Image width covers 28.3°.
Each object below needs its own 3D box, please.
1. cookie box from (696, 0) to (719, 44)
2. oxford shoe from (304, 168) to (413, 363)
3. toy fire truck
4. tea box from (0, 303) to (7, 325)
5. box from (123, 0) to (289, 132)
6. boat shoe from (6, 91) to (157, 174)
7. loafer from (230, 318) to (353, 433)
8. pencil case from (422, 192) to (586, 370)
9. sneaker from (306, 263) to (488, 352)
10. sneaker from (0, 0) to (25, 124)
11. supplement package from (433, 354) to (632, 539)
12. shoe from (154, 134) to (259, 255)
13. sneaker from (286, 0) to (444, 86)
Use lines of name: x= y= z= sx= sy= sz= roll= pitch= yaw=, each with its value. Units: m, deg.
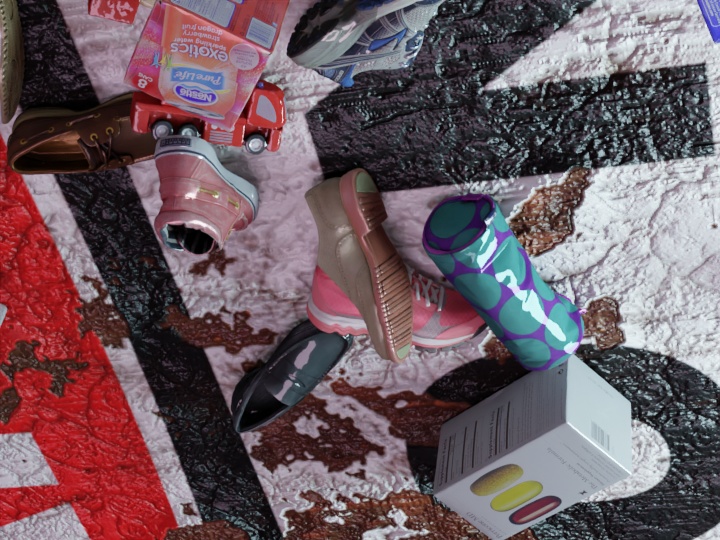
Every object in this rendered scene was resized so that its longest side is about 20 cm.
cookie box: x=0.354 y=-0.298 z=1.149 sx=0.199 sy=0.075 sz=0.171 roll=-17 pitch=127 yaw=23
oxford shoe: x=0.000 y=0.000 z=1.448 sx=0.074 sy=0.071 sz=0.201 roll=-14 pitch=93 yaw=27
toy fire truck: x=-0.160 y=-0.192 z=1.336 sx=0.199 sy=0.049 sz=0.142 roll=7 pitch=110 yaw=-15
tea box: x=-0.512 y=0.141 z=1.607 sx=0.133 sy=0.197 sz=0.200 roll=24 pitch=132 yaw=-12
box: x=-0.119 y=-0.226 z=1.208 sx=0.102 sy=0.200 sz=0.095 roll=24 pitch=131 yaw=-13
boat shoe: x=-0.253 y=-0.126 z=1.407 sx=0.199 sy=0.068 sz=0.072 roll=-6 pitch=128 yaw=9
loafer: x=-0.077 y=0.119 z=1.599 sx=0.068 sy=0.071 sz=0.200 roll=34 pitch=128 yaw=-21
pencil case: x=0.149 y=0.011 z=1.454 sx=0.085 sy=0.093 sz=0.200 roll=15 pitch=151 yaw=54
sneaker: x=0.042 y=0.028 z=1.497 sx=0.199 sy=0.074 sz=0.087 roll=5 pitch=128 yaw=3
sneaker: x=-0.381 y=-0.231 z=1.335 sx=0.112 sy=0.071 sz=0.201 roll=3 pitch=124 yaw=2
supplement package: x=0.192 y=0.201 z=1.600 sx=0.114 sy=0.110 sz=0.200 roll=38 pitch=127 yaw=-23
shoe: x=-0.152 y=-0.053 z=1.389 sx=0.071 sy=0.091 sz=0.200 roll=-2 pitch=163 yaw=13
sneaker: x=0.031 y=-0.228 z=1.279 sx=0.200 sy=0.077 sz=0.085 roll=-24 pitch=134 yaw=36
